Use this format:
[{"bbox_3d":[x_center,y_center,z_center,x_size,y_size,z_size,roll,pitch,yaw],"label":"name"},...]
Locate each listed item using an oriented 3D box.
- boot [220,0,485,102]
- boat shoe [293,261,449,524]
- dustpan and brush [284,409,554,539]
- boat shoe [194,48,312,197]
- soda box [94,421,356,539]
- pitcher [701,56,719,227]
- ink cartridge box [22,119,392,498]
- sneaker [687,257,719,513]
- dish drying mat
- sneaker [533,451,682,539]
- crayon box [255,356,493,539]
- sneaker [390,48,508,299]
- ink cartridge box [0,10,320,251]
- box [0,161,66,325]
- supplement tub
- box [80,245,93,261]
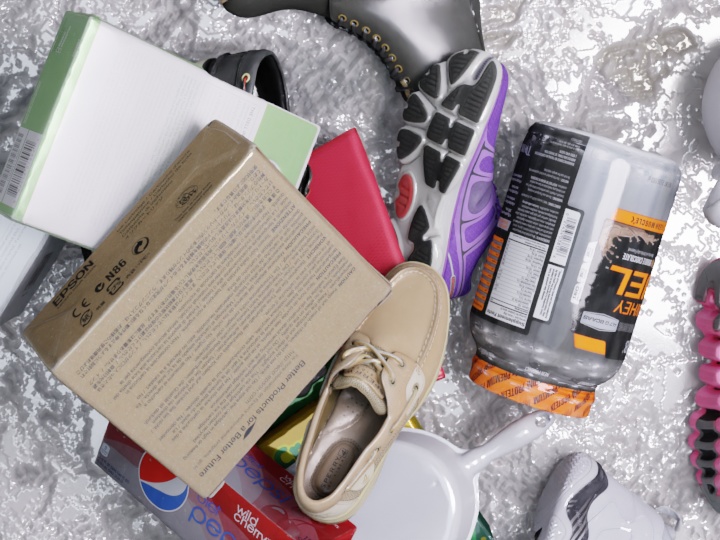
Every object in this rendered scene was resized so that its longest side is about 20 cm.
[{"bbox_3d":[0.001,-0.179,1.218,0.198,0.077,0.140,-12,100,2],"label":"boot"},{"bbox_3d":[0.010,0.083,1.148,0.071,0.065,0.202,20,77,11],"label":"boat shoe"},{"bbox_3d":[0.057,0.160,1.210,0.199,0.057,0.140,-33,81,11],"label":"dustpan and brush"},{"bbox_3d":[-0.071,-0.063,1.207,0.063,0.074,0.203,-8,100,26],"label":"boat shoe"},{"bbox_3d":[-0.102,0.166,1.201,0.199,0.063,0.070,36,117,24],"label":"soda box"},{"bbox_3d":[0.297,-0.101,1.162,0.171,0.200,0.121,-42,94,4],"label":"pitcher"},{"bbox_3d":[-0.103,0.027,1.110,0.200,0.075,0.165,-48,126,-6],"label":"ink cartridge box"},{"bbox_3d":[0.308,0.091,1.249,0.094,0.079,0.202,1,97,-12],"label":"sneaker"},{"bbox_3d":[0.000,0.000,1.222,0.076,0.018,0.202,-26,75,28],"label":"dish drying mat"},{"bbox_3d":[0.176,0.248,1.232,0.114,0.075,0.201,25,67,-6],"label":"sneaker"},{"bbox_3d":[-0.003,0.161,1.258,0.126,0.051,0.201,-35,94,3],"label":"crayon box"},{"bbox_3d":[0.073,-0.070,1.222,0.083,0.080,0.202,-5,119,-40],"label":"sneaker"},{"bbox_3d":[-0.140,-0.074,1.133,0.199,0.048,0.147,22,89,-37],"label":"ink cartridge box"},{"bbox_3d":[-0.322,-0.052,1.198,0.199,0.124,0.098,33,95,-3],"label":"box"},{"bbox_3d":[0.154,-0.001,1.209,0.121,0.123,0.202,17,96,-2],"label":"supplement tub"},{"bbox_3d":[-0.136,-0.005,1.208,0.142,0.036,0.202,-18,99,-42],"label":"box"}]
